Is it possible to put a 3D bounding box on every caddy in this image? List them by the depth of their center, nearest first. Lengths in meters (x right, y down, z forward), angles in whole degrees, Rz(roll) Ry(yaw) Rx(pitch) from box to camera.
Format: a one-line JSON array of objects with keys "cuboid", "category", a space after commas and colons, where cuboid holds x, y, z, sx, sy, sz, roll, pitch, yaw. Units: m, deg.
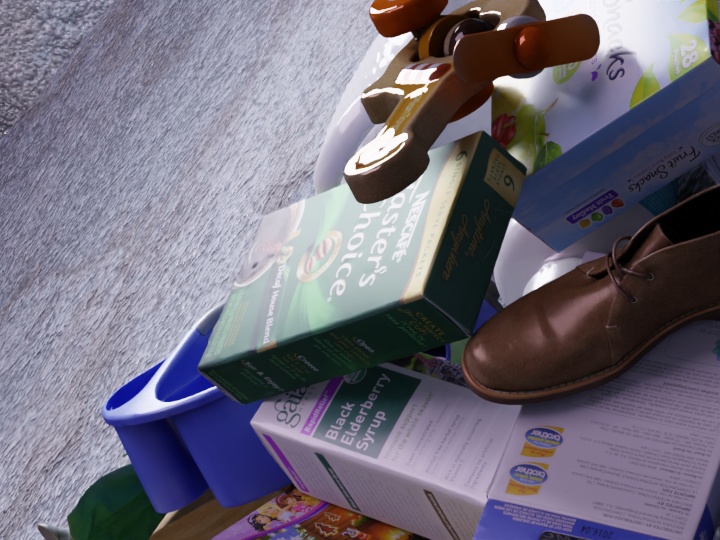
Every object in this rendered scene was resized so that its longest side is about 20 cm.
[{"cuboid": [-0.070, 0.070, 1.680, 0.141, 0.106, 0.200, -11, 16, 46], "category": "caddy"}]

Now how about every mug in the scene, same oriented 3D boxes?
[{"cuboid": [0.037, -0.093, 1.906, 0.176, 0.148, 0.200, -55, -23, 21], "category": "mug"}]

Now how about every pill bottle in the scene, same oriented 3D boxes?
[{"cuboid": [0.140, -0.030, 1.642, 0.111, 0.111, 0.201, -43, 22, 33], "category": "pill bottle"}]

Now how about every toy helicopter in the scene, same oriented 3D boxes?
[{"cuboid": [0.051, -0.100, 1.482, 0.132, 0.079, 0.200, -13, 28, 34], "category": "toy helicopter"}]

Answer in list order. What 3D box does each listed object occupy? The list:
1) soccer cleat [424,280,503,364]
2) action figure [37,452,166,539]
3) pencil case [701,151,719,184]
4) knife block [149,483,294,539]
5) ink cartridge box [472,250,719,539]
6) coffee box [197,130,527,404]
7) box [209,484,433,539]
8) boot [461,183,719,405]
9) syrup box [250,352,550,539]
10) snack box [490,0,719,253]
[{"cuboid": [0.011, 0.018, 1.824, 0.199, 0.065, 0.084, 24, 66, 35], "category": "soccer cleat"}, {"cuboid": [-0.133, 0.125, 1.760, 0.200, 0.055, 0.119, -45, -22, -31], "category": "action figure"}, {"cuboid": [0.229, -0.111, 1.606, 0.200, 0.090, 0.084, -98, 7, -66], "category": "pencil case"}, {"cuboid": [-0.075, 0.145, 1.795, 0.064, 0.198, 0.177, -83, 4, -58], "category": "knife block"}, {"cuboid": [0.146, 0.086, 1.434, 0.119, 0.042, 0.201, 11, 56, 24], "category": "ink cartridge box"}, {"cuboid": [0.000, 0.000, 1.525, 0.199, 0.044, 0.124, -18, 41, 46], "category": "coffee box"}, {"cuboid": [-0.042, 0.197, 1.543, 0.136, 0.039, 0.199, 23, 39, 37], "category": "box"}, {"cuboid": [0.141, 0.005, 1.426, 0.199, 0.076, 0.074, -24, 55, 0], "category": "boot"}, {"cuboid": [0.042, 0.103, 1.544, 0.199, 0.082, 0.079, 17, 64, 33], "category": "syrup box"}, {"cuboid": [0.155, -0.135, 1.550, 0.168, 0.068, 0.201, -33, 38, 33], "category": "snack box"}]
